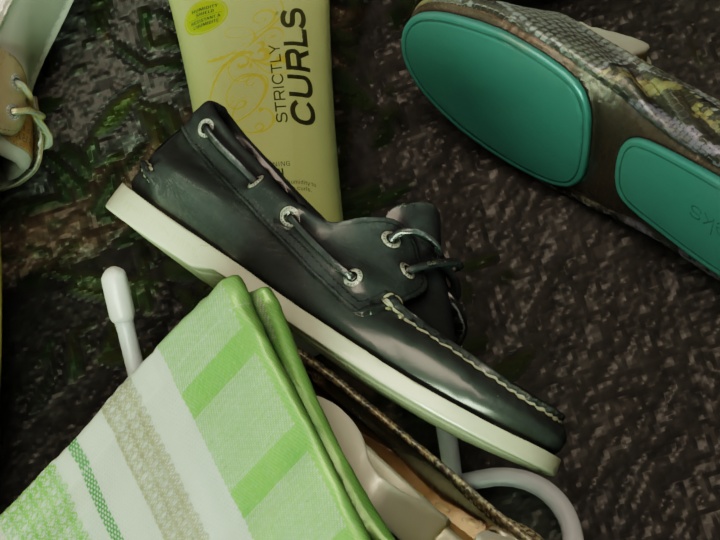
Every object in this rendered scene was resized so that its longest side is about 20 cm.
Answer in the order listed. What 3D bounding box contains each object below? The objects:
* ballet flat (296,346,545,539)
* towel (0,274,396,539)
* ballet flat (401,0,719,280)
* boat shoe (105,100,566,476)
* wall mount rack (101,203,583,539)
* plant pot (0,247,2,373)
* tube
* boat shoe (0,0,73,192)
[{"bbox_3d":[0.017,0.091,0.819,0.068,0.075,0.200,-44,66,-11],"label":"ballet flat"},{"bbox_3d":[-0.064,0.118,0.833,0.200,0.031,0.150,-45,61,31],"label":"towel"},{"bbox_3d":[0.108,-0.057,0.972,0.200,0.072,0.072,34,73,26],"label":"ballet flat"},{"bbox_3d":[0.001,0.001,0.866,0.199,0.074,0.066,31,86,32],"label":"boat shoe"},{"bbox_3d":[-0.023,0.078,0.912,0.198,0.075,0.175,-11,60,5],"label":"wall mount rack"},{"bbox_3d":[-0.242,0.004,0.903,0.199,0.200,0.178,13,82,19],"label":"plant pot"},{"bbox_3d":[-0.040,-0.059,1.008,0.058,0.052,0.201,15,50,-29],"label":"tube"},{"bbox_3d":[-0.163,-0.063,1.026,0.068,0.075,0.201,27,81,23],"label":"boat shoe"}]
